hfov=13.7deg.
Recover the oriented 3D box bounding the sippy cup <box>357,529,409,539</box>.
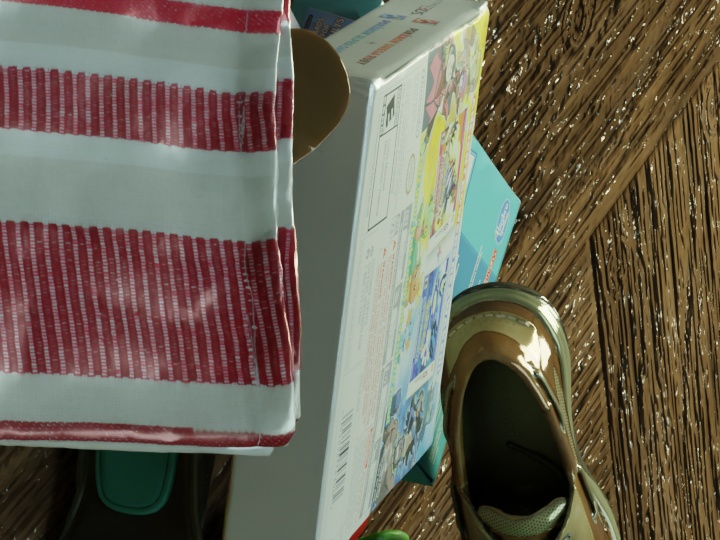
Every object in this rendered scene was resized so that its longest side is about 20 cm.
[{"bbox_3d":[0.031,0.221,1.400,0.130,0.139,0.179,17,90,-75],"label":"sippy cup"}]

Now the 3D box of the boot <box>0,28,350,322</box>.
[{"bbox_3d":[-0.107,-0.013,1.049,0.200,0.155,0.074,-27,92,-29],"label":"boot"}]

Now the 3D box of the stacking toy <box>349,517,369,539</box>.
[{"bbox_3d":[-0.043,0.151,1.278,0.200,0.085,0.086,-62,148,-45],"label":"stacking toy"}]

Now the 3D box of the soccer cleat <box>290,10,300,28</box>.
[{"bbox_3d":[-0.062,-0.106,1.193,0.073,0.068,0.200,-93,163,-45],"label":"soccer cleat"}]

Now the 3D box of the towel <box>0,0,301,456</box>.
[{"bbox_3d":[-0.086,-0.043,0.964,0.143,0.023,0.201,4,79,-27],"label":"towel"}]

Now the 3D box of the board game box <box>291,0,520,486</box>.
[{"bbox_3d":[0.002,-0.011,1.356,0.200,0.047,0.152,50,53,-57],"label":"board game box"}]

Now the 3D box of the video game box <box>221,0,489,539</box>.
[{"bbox_3d":[0.000,0.000,1.199,0.182,0.047,0.201,-36,135,-68],"label":"video game box"}]

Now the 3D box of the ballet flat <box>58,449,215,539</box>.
[{"bbox_3d":[-0.086,0.104,1.186,0.064,0.067,0.201,24,76,-74],"label":"ballet flat"}]

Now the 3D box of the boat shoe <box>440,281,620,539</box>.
[{"bbox_3d":[0.073,0.107,1.378,0.074,0.075,0.201,-75,151,-65],"label":"boat shoe"}]
